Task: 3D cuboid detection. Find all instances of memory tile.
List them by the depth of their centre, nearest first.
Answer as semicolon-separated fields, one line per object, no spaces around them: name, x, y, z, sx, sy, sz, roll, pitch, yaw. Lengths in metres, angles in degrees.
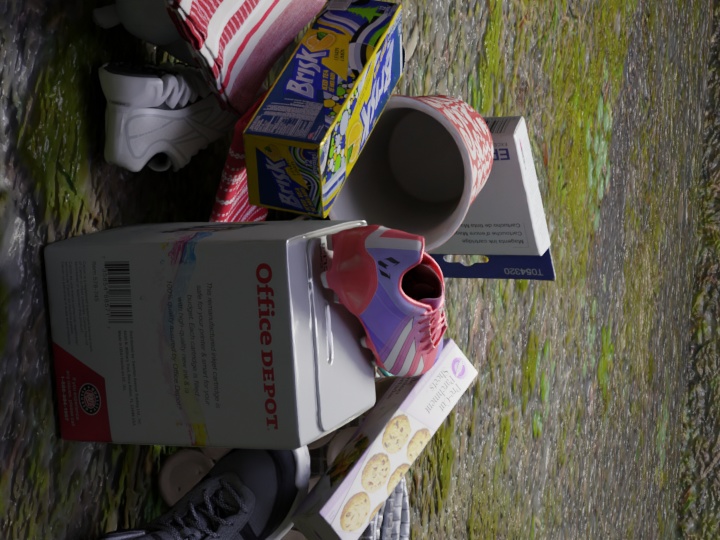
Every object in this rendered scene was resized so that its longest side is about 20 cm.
memory tile;-0.056;0.138;1.229;0.201;0.153;0.017;-53;179;-2

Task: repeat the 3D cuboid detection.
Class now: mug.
mug;0.032;-0.104;1.355;0.135;0.176;0.200;-67;171;16

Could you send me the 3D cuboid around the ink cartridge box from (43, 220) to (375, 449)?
ink cartridge box;-0.104;0.042;1.115;0.144;0.198;0.147;-18;107;-65

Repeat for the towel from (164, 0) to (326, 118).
towel;-0.074;-0.207;1.110;0.145;0.023;0.200;-56;164;-10

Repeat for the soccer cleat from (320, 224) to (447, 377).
soccer cleat;0.035;0.027;1.101;0.200;0.076;0.067;53;41;-57

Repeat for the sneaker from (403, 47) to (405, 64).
sneaker;0.003;-0.199;1.481;0.200;0.103;0.061;-47;132;-57

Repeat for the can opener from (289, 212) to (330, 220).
can opener;-0.042;-0.042;1.455;0.052;0.066;0.201;-32;124;-21

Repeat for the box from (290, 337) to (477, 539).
box;0.020;0.131;1.165;0.042;0.039;0.200;53;51;-14

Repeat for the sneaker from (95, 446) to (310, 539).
sneaker;-0.123;0.193;1.127;0.076;0.200;0.113;50;24;19

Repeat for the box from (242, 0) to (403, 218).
box;-0.025;-0.131;1.183;0.201;0.064;0.071;-63;158;-45

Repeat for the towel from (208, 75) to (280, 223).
towel;-0.091;-0.063;1.248;0.145;0.022;0.201;-57;169;-56

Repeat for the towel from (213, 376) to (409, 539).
towel;-0.045;0.191;1.302;0.085;0.164;0.203;-6;96;-60

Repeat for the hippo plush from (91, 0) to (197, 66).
hippo plush;-0.113;-0.242;1.146;0.200;0.158;0.163;37;56;-62

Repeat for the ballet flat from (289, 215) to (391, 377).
ballet flat;-0.028;0.035;1.431;0.201;0.069;0.070;58;37;-27

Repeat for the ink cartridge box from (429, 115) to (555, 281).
ink cartridge box;0.089;-0.062;1.567;0.043;0.194;0.202;-58;140;-48

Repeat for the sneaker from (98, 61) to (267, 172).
sneaker;-0.140;-0.121;1.208;0.199;0.074;0.082;-14;114;-61
